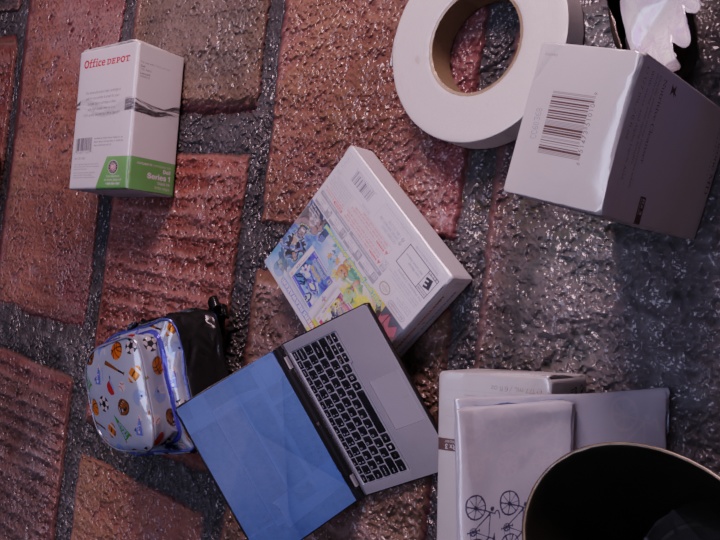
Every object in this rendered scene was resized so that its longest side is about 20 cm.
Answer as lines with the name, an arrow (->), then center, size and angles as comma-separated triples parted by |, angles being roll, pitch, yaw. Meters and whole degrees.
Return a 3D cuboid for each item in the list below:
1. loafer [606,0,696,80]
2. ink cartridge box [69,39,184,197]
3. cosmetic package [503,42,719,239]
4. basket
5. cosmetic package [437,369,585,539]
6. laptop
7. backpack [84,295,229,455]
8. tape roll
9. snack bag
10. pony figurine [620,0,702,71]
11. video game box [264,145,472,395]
loafer -> 0.238, -0.254, 0.681 | 0.073, 0.071, 0.201 | -17, 76, 37
ink cartridge box -> -0.329, -0.208, 1.140 | 0.146, 0.084, 0.201 | 5, 89, 39
cosmetic package -> 0.202, -0.091, 0.616 | 0.081, 0.200, 0.113 | 20, 101, 40
basket -> 0.229, 0.214, 0.551 | 0.180, 0.200, 0.136 | 33, 89, 44
cosmetic package -> 0.133, 0.190, 0.714 | 0.113, 0.081, 0.201 | -4, 83, 38
laptop -> -0.045, 0.166, 0.813 | 0.200, 0.116, 0.188 | -27, 93, 34
backpack -> -0.252, 0.148, 1.012 | 0.190, 0.154, 0.201 | -19, 77, 48
tape roll -> 0.120, -0.221, 0.800 | 0.202, 0.037, 0.204 | -4, 84, 40
snack bag -> 0.167, 0.191, 0.638 | 0.021, 0.199, 0.189 | 170, 100, -73
pony figurine -> 0.255, -0.267, 0.591 | 0.167, 0.199, 0.194 | 119, 136, -66
video game box -> 0.000, 0.000, 0.874 | 0.182, 0.047, 0.200 | -49, 59, 24
